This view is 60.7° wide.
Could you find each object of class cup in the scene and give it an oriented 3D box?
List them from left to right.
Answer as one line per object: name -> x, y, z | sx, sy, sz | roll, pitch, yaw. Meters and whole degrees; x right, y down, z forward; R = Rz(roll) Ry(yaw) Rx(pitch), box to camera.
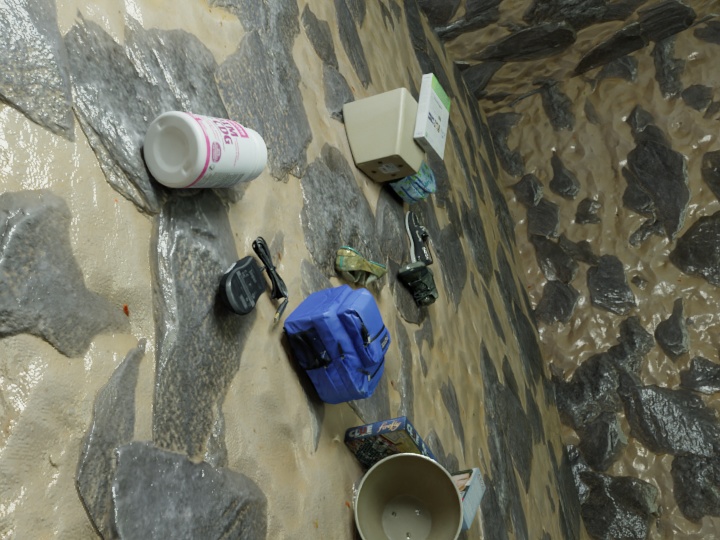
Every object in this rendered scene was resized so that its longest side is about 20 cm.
cup -> 0.090, 0.472, 1.184 | 0.144, 0.199, 0.201 | 87, 0, -59

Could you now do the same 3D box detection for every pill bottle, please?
pill bottle -> -0.244, -0.193, 1.004 | 0.200, 0.113, 0.114 | -19, 90, -66

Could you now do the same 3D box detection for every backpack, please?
backpack -> -0.030, 0.147, 1.158 | 0.162, 0.167, 0.201 | -43, 116, -57
backpack -> 0.148, -0.293, 1.907 | 0.200, 0.153, 0.164 | 62, 16, -51

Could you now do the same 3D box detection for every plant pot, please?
plant pot -> 0.075, -0.365, 1.736 | 0.200, 0.199, 0.178 | 30, 58, -56

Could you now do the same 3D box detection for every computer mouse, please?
computer mouse -> -0.185, 0.042, 1.055 | 0.200, 0.046, 0.141 | -71, 141, -61

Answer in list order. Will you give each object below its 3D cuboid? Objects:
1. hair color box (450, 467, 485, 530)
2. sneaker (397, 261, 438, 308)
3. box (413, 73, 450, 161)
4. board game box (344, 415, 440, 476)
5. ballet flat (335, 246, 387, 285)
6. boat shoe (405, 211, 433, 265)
hair color box -> 0.233, 0.559, 1.497 | 0.200, 0.099, 0.061 | -21, 91, -66
sneaker -> 0.173, 0.040, 1.771 | 0.199, 0.076, 0.115 | 28, 42, -64
box -> 0.206, -0.434, 1.751 | 0.144, 0.036, 0.201 | 34, 62, -55
board game box -> 0.074, 0.382, 1.244 | 0.200, 0.135, 0.035 | 58, 27, -29
ballet flat -> 0.000, 0.000, 1.459 | 0.200, 0.070, 0.071 | 27, 49, -58
boat shoe -> 0.185, -0.100, 1.915 | 0.074, 0.060, 0.201 | 36, 42, -51
